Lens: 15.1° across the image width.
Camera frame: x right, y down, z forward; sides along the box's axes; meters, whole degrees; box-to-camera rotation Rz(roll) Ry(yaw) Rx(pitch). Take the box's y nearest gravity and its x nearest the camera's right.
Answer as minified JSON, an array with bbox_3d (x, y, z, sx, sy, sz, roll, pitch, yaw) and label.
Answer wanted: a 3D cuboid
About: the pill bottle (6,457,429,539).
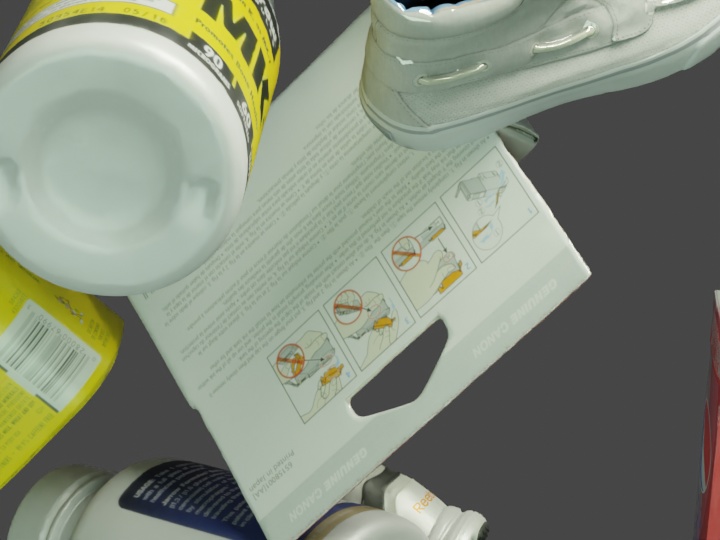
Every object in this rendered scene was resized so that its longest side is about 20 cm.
[{"bbox_3d":[-0.068,0.149,1.263,0.199,0.111,0.112,11,121,37],"label":"pill bottle"}]

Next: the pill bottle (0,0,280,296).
[{"bbox_3d":[-0.093,-0.081,1.145,0.114,0.200,0.115,2,116,4],"label":"pill bottle"}]

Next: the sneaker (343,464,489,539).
[{"bbox_3d":[-0.019,0.177,1.342,0.080,0.074,0.200,36,110,5],"label":"sneaker"}]

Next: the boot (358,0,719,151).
[{"bbox_3d":[0.092,-0.122,1.133,0.199,0.074,0.096,-27,153,-16],"label":"boot"}]

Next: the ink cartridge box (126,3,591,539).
[{"bbox_3d":[0.000,0.000,1.204,0.200,0.043,0.174,-43,62,20],"label":"ink cartridge box"}]

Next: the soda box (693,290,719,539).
[{"bbox_3d":[0.196,0.112,1.290,0.070,0.063,0.201,3,116,3],"label":"soda box"}]

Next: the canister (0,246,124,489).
[{"bbox_3d":[-0.228,0.015,1.264,0.200,0.087,0.148,41,112,-16],"label":"canister"}]
